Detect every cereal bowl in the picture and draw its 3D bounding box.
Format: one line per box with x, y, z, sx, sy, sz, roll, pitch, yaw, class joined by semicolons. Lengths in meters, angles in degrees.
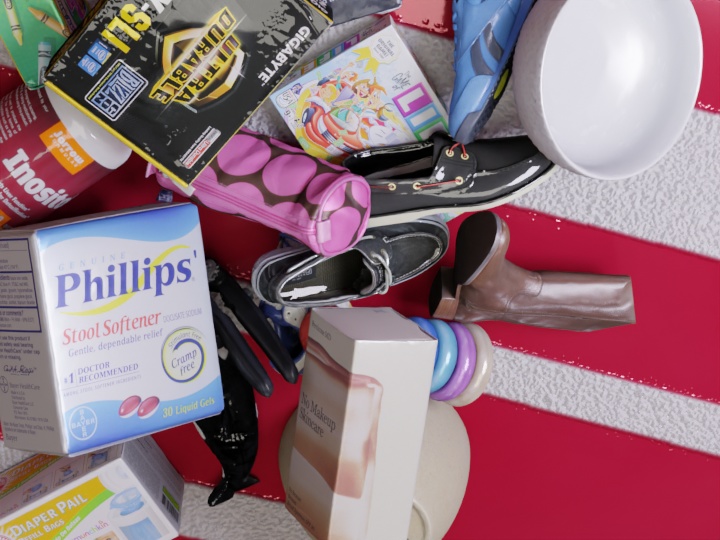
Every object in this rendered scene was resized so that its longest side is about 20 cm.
0.212;-0.184;1.645;0.200;0.083;0.200;-10;107;-34;cereal bowl

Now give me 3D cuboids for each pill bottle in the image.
-0.284;-0.121;1.664;0.200;0.113;0.113;-33;113;14;pill bottle

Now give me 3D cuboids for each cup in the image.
0.017;0.225;1.829;0.200;0.143;0.200;-1;117;-2;cup

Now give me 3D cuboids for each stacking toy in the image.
0.030;0.074;1.749;0.200;0.085;0.085;15;117;-35;stacking toy

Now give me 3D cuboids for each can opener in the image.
-0.115;0.052;1.720;0.063;0.200;0.079;-38;134;-12;can opener

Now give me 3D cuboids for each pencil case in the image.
-0.093;-0.077;1.659;0.200;0.094;0.091;20;112;23;pencil case

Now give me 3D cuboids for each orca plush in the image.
-0.148;0.156;1.828;0.105;0.071;0.200;2;116;-3;orca plush

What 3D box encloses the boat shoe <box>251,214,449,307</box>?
0.000;0.000;1.690;0.200;0.071;0.072;-18;118;-18;boat shoe

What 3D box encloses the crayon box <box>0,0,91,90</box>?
-0.302;-0.272;1.586;0.058;0.119;0.200;-21;115;8;crayon box

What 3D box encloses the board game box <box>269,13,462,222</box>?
0.022;-0.124;1.717;0.134;0.034;0.200;-30;113;11;board game box

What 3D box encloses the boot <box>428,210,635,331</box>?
0.183;0.006;1.725;0.200;0.064;0.186;8;156;-13;boot

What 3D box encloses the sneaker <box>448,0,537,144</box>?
0.109;-0.215;1.645;0.078;0.066;0.200;22;95;8;sneaker

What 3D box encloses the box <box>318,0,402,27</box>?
-0.086;-0.307;1.577;0.197;0.117;0.200;-16;117;6;box

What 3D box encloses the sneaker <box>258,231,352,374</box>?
-0.056;0.013;1.741;0.088;0.075;0.200;-27;121;-36;sneaker

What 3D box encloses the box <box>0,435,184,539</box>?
-0.294;0.246;1.850;0.200;0.101;0.113;-28;114;11;box

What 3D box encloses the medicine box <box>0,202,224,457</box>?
-0.234;0.049;1.643;0.182;0.103;0.200;-13;99;-42;medicine box

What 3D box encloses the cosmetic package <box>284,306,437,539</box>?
-0.002;0.142;1.662;0.087;0.103;0.200;1;105;-27;cosmetic package

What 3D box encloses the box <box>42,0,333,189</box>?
-0.147;-0.192;1.541;0.160;0.049;0.200;38;109;-17;box

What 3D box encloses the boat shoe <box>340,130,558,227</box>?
0.081;-0.093;1.674;0.201;0.074;0.063;-11;124;8;boat shoe
